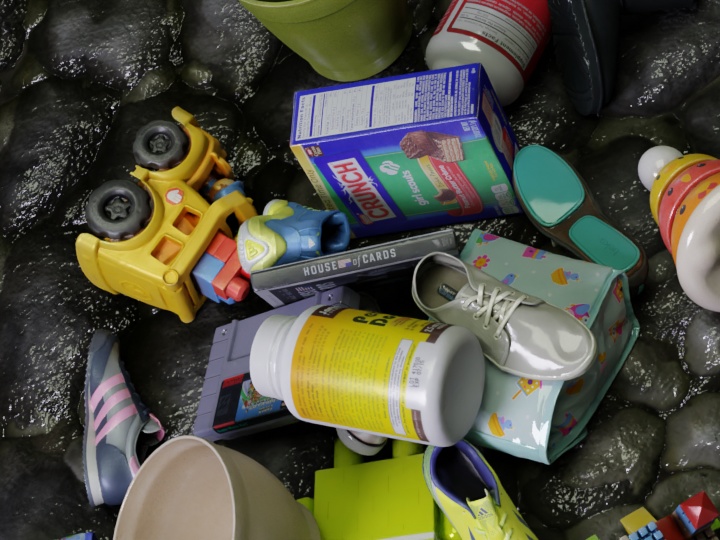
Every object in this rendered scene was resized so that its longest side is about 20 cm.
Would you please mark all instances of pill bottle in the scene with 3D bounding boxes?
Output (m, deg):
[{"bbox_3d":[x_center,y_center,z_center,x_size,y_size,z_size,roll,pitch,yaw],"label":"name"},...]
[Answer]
[{"bbox_3d":[0.139,-0.247,1.895,0.112,0.112,0.200,19,70,31],"label":"pill bottle"},{"bbox_3d":[0.004,0.091,1.619,0.200,0.109,0.109,8,64,28],"label":"pill bottle"}]

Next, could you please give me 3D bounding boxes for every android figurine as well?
[{"bbox_3d":[0.018,0.243,1.693,0.182,0.041,0.200,-12,54,15],"label":"android figurine"}]

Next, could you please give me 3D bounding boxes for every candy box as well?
[{"bbox_3d":[0.049,-0.119,1.820,0.200,0.169,0.077,-7,55,20],"label":"candy box"}]

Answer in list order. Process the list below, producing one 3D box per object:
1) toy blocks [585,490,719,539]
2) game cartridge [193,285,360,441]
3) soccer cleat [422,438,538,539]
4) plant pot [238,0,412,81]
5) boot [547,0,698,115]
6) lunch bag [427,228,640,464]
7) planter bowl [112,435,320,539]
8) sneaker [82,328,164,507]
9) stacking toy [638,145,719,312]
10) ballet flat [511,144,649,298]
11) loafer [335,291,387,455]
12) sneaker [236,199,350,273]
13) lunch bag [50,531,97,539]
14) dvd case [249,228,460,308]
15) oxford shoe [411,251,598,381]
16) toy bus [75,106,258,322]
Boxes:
[{"bbox_3d":[0.233,0.255,1.518,0.200,0.137,0.100,-29,74,-7],"label":"toy blocks"},{"bbox_3d":[-0.087,0.096,1.783,0.200,0.038,0.130,-19,47,43],"label":"game cartridge"},{"bbox_3d":[0.121,0.234,1.609,0.065,0.084,0.200,-33,73,-9],"label":"soccer cleat"},{"bbox_3d":[-0.031,-0.311,1.955,0.200,0.193,0.200,-11,57,17],"label":"plant pot"},{"bbox_3d":[0.279,-0.274,1.863,0.162,0.198,0.073,-16,8,-18],"label":"boot"},{"bbox_3d":[0.146,0.083,1.690,0.170,0.122,0.200,16,62,29],"label":"lunch bag"},{"bbox_3d":[-0.122,0.262,1.660,0.200,0.135,0.200,-23,60,47],"label":"planter bowl"},{"bbox_3d":[-0.243,0.150,1.854,0.082,0.070,0.200,-5,60,0],"label":"sneaker"},{"bbox_3d":[0.323,-0.063,1.718,0.146,0.146,0.200,-38,36,-3],"label":"stacking toy"},{"bbox_3d":[0.214,-0.041,1.766,0.068,0.068,0.200,-34,53,-2],"label":"ballet flat"},{"bbox_3d":[0.013,0.089,1.747,0.063,0.072,0.200,-53,25,36],"label":"loafer"},{"bbox_3d":[-0.053,-0.031,1.821,0.105,0.200,0.076,-2,101,12],"label":"sneaker"},{"bbox_3d":[-0.315,0.369,1.706,0.170,0.127,0.200,-14,47,14],"label":"lunch bag"},{"bbox_3d":[0.000,0.000,1.765,0.200,0.150,0.025,-12,81,4],"label":"dvd case"},{"bbox_3d":[0.123,0.041,1.618,0.200,0.058,0.075,29,76,30],"label":"oxford shoe"},{"bbox_3d":[-0.175,-0.047,1.906,0.192,0.136,0.200,25,70,19],"label":"toy bus"}]
